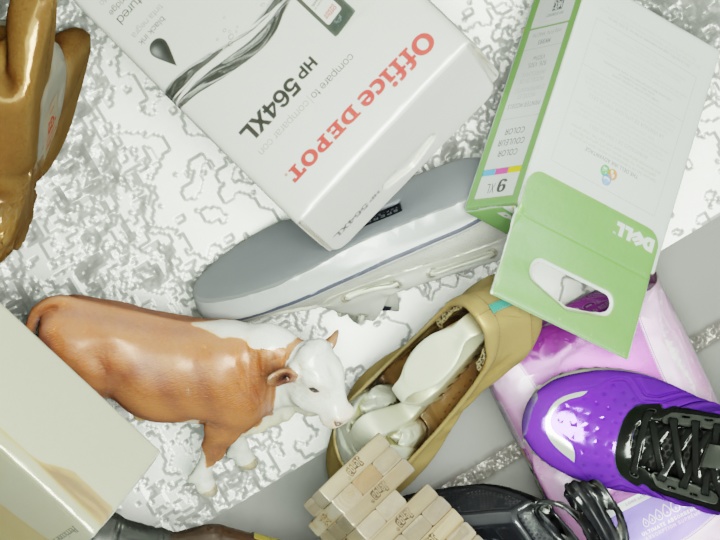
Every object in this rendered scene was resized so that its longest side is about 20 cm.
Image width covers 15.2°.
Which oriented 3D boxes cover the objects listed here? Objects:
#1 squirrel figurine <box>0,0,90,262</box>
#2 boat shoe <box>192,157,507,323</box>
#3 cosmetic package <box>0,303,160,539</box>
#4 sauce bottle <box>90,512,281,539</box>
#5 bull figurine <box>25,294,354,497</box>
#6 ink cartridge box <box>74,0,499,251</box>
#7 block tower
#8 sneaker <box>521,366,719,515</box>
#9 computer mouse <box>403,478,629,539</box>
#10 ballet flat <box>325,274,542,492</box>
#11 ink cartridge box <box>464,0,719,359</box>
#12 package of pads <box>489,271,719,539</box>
[{"bbox_3d":[-0.273,-0.091,1.568,0.186,0.142,0.201,14,91,5],"label":"squirrel figurine"},{"bbox_3d":[0.000,0.000,1.610,0.199,0.071,0.070,-22,120,8],"label":"boat shoe"},{"bbox_3d":[-0.222,0.074,1.531,0.200,0.105,0.071,43,56,-7],"label":"cosmetic package"},{"bbox_3d":[-0.064,0.185,1.581,0.199,0.065,0.065,17,93,-4],"label":"sauce bottle"},{"bbox_3d":[-0.102,0.070,1.592,0.199,0.065,0.122,15,124,3],"label":"bull figurine"},{"bbox_3d":[-0.042,-0.134,1.560,0.146,0.084,0.200,-47,71,1],"label":"ink cartridge box"},{"bbox_3d":[0.056,0.187,1.544,0.200,0.054,0.058,47,65,3],"label":"block tower"},{"bbox_3d":[0.193,0.102,1.526,0.199,0.100,0.070,15,88,-5],"label":"sneaker"},{"bbox_3d":[0.086,0.172,1.598,0.199,0.053,0.139,0,117,34],"label":"computer mouse"},{"bbox_3d":[0.027,0.072,1.575,0.069,0.063,0.200,50,124,16],"label":"ballet flat"},{"bbox_3d":[0.128,-0.057,1.562,0.104,0.059,0.201,26,73,-28],"label":"ink cartridge box"},{"bbox_3d":[0.165,0.113,1.614,0.120,0.076,0.201,-26,94,-2],"label":"package of pads"}]
